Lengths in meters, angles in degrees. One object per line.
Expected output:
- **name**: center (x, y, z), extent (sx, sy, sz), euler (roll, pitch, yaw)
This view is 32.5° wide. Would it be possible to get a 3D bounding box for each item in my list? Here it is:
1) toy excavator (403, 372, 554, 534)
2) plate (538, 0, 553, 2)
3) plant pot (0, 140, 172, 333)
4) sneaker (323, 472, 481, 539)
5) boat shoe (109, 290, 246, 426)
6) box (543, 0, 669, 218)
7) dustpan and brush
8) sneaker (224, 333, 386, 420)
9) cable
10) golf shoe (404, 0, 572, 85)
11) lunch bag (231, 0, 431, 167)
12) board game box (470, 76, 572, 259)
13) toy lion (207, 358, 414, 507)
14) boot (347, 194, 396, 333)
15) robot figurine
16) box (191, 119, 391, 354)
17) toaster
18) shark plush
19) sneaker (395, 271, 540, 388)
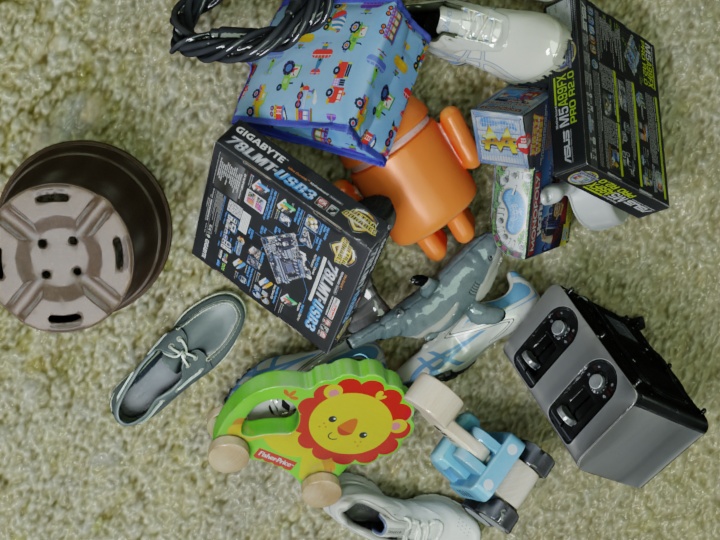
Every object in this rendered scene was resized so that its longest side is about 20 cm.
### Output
- **toy excavator**: center (0.117, 0.197, 1.392), extent (0.199, 0.194, 0.100), euler (38, 78, -4)
- **plate**: center (0.141, -0.415, 1.360), extent (0.197, 0.032, 0.203), euler (11, 99, -6)
- **plant pot**: center (-0.303, -0.029, 1.304), extent (0.197, 0.198, 0.203), euler (-1, 101, -6)
- **sneaker**: center (0.050, 0.301, 1.454), extent (0.197, 0.087, 0.076), euler (13, 98, -9)
- **boat shoe**: center (-0.206, 0.105, 1.406), extent (0.200, 0.062, 0.073), euler (-42, 101, 3)
- **box**: center (0.264, -0.175, 1.324), extent (0.159, 0.044, 0.203), euler (19, 63, -43)
- **dustpan and brush**: center (0.247, -0.100, 1.364), extent (0.056, 0.200, 0.142), euler (-4, 103, 23)
- **sneaker**: center (-0.064, 0.133, 1.414), extent (0.198, 0.073, 0.072), euler (-22, 130, -2)
- **cable**: center (-0.114, -0.278, 1.306), extent (0.199, 0.163, 0.051), euler (-37, 145, -8)
- **golf shoe**: center (0.125, -0.247, 1.305), extent (0.097, 0.199, 0.079), euler (10, 94, -48)
- **lunch bag**: center (-0.048, -0.211, 1.306), extent (0.198, 0.094, 0.152), euler (14, 78, 32)
- **board game box**: center (0.178, -0.120, 1.332), extent (0.061, 0.199, 0.203), euler (10, 101, 27)
- **toy lion**: center (-0.047, 0.166, 1.372), extent (0.198, 0.069, 0.192), euler (24, 121, -24)
- **boot**: center (0.000, 0.000, 1.361), extent (0.070, 0.199, 0.132), euler (-40, 102, -34)
- **robot figurine**: center (0.050, -0.109, 1.365), extent (0.117, 0.143, 0.201), euler (-43, 104, -36)
- **box**: center (-0.080, -0.031, 1.310), extent (0.197, 0.201, 0.050), euler (34, 53, 9)
- **toaster**: center (0.275, 0.128, 1.372), extent (0.199, 0.182, 0.119), euler (22, 118, -44)
- **shark plush**: center (0.068, 0.024, 1.349), extent (0.198, 0.091, 0.084), euler (-19, 140, -9)
- **sneaker**: center (0.117, 0.075, 1.426), extent (0.199, 0.072, 0.073), euler (-34, 78, 3)
